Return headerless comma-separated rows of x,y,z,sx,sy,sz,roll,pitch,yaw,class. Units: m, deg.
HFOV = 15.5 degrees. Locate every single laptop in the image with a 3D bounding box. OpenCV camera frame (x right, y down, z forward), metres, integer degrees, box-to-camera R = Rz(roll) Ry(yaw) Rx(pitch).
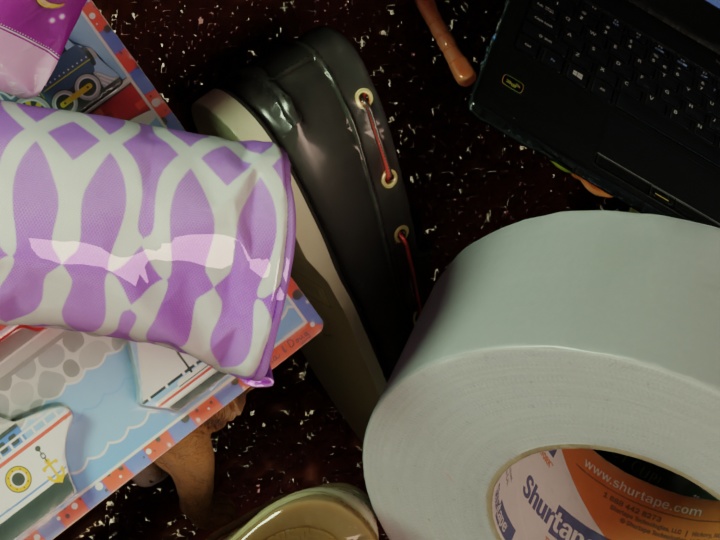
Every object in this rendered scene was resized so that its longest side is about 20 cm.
0.151,-0.094,0.935,0.176,0.200,0.104,29,124,-4,laptop

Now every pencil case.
-0.119,-0.012,0.852,0.198,0.084,0.086,7,112,-9,pencil case

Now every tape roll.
0.103,0.072,0.923,0.201,0.199,0.066,59,43,-36,tape roll

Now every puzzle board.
-0.132,0.018,0.895,0.200,0.017,0.151,-37,91,-12,puzzle board

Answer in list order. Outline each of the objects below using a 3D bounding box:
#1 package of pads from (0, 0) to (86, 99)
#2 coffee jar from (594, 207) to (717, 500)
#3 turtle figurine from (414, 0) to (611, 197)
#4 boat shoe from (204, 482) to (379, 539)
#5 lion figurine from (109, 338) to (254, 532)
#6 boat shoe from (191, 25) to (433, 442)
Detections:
-0.166,-0.138,0.815,0.199,0.076,0.121,18,104,-37,package of pads
0.123,0.048,1.069,0.201,0.104,0.085,-55,151,3,coffee jar
0.125,-0.083,1.018,0.200,0.064,0.161,43,76,-1,turtle figurine
-0.071,0.151,0.968,0.199,0.065,0.071,-36,96,7,boat shoe
-0.110,0.060,0.943,0.199,0.072,0.123,-34,141,-24,lion figurine
0.002,0.001,0.989,0.063,0.074,0.202,-35,128,-17,boat shoe
